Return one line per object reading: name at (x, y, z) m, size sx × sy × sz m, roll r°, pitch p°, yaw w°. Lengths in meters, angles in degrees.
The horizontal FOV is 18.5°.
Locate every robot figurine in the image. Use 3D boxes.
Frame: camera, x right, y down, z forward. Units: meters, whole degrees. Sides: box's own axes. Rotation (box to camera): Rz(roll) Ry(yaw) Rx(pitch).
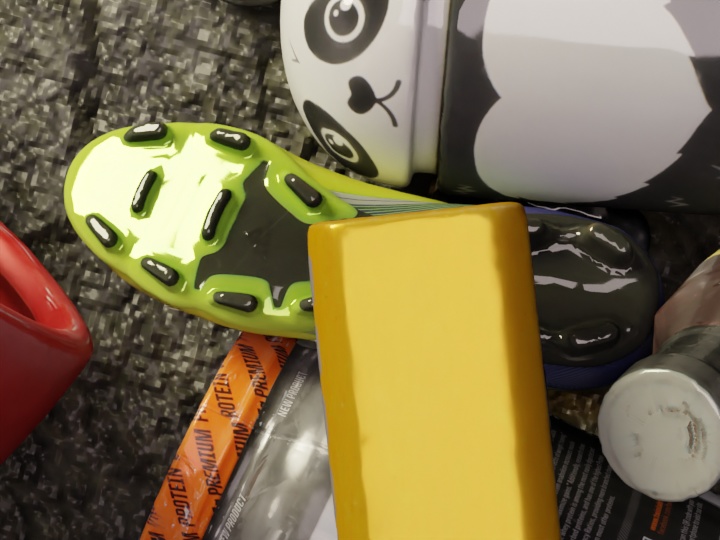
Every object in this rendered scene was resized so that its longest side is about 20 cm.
robot figurine at (0.073, -0.081, 0.737) m, size 0.200 × 0.125 × 0.151 m, roll 5°, pitch 82°, yaw 3°

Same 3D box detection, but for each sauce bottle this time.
sauce bottle at (0.133, 0.019, 0.698) m, size 0.066 × 0.200 × 0.066 m, roll 9°, pitch 111°, yaw 25°

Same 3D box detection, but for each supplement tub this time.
supplement tub at (0.033, 0.100, 0.741) m, size 0.200 × 0.123 × 0.123 m, roll 26°, pitch 91°, yaw 2°

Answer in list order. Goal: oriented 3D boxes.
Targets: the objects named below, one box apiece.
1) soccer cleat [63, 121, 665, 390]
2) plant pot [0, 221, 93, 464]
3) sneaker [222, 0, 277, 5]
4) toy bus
soccer cleat at (0.000, 0.001, 0.724) m, size 0.200 × 0.084 × 0.065 m, roll 12°, pitch 77°, yaw 8°
plant pot at (-0.212, 0.024, 0.665) m, size 0.200 × 0.200 × 0.183 m, roll 44°, pitch 92°, yaw 2°
sneaker at (-0.061, -0.190, 0.767) m, size 0.075 × 0.079 × 0.200 m, roll -8°, pitch 114°, yaw 41°
toy bus at (0.028, 0.083, 0.641) m, size 0.065 × 0.078 × 0.200 m, roll -6°, pitch 91°, yaw 3°
